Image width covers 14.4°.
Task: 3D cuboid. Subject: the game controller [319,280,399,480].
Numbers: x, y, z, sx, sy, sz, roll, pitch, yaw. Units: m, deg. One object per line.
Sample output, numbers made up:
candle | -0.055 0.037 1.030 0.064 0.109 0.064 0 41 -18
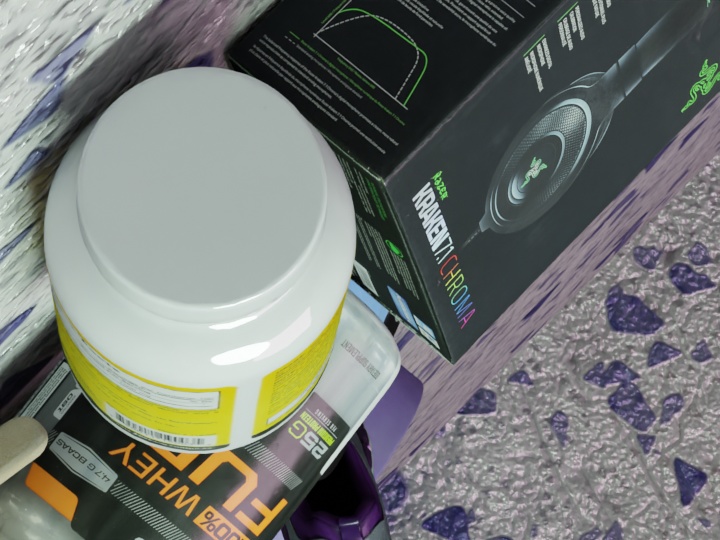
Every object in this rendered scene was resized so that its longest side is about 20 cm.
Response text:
game controller | 0.000 0.000 1.373 0.104 0.042 0.201 50 58 -51

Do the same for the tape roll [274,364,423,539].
tape roll | -0.056 0.118 1.662 0.200 0.085 0.200 -52 -173 8

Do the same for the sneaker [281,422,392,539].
sneaker | -0.025 0.088 1.486 0.074 0.200 0.088 -17 135 -13

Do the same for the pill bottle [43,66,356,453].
pill bottle | -0.059 -0.004 1.043 0.112 0.112 0.200 -44 173 -13

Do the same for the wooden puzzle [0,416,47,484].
wooden puzzle | -0.232 0.140 1.131 0.200 0.046 0.185 -46 174 38

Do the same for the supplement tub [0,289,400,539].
supplement tub | -0.084 0.078 1.234 0.200 0.122 0.123 -53 174 -7

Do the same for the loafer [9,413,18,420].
loafer | -0.168 0.130 1.295 0.200 0.063 0.072 -46 152 -16

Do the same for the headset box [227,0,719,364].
headset box | 0.062 -0.090 1.168 0.200 0.093 0.174 -45 154 -12
